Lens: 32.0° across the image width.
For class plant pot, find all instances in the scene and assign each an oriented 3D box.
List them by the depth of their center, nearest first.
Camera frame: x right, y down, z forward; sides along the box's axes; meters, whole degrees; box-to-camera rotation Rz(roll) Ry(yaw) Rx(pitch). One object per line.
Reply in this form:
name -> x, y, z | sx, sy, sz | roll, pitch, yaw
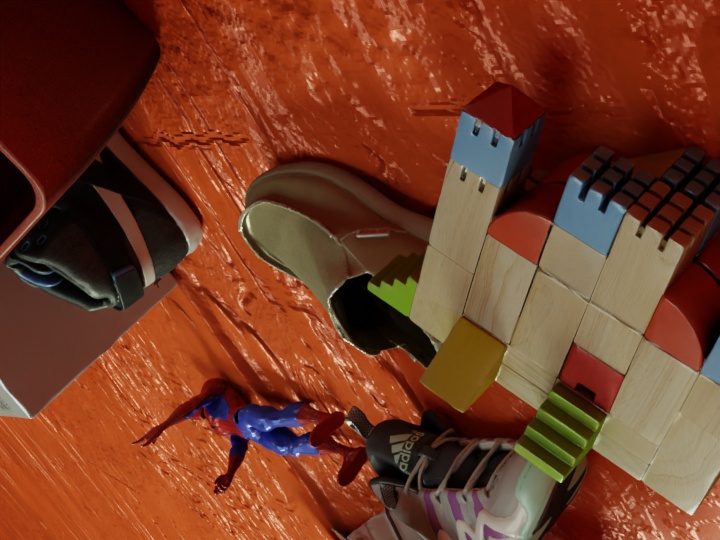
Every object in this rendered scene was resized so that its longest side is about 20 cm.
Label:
plant pot -> -0.230, -0.099, 0.682 | 0.200, 0.176, 0.200 | 48, 129, -6

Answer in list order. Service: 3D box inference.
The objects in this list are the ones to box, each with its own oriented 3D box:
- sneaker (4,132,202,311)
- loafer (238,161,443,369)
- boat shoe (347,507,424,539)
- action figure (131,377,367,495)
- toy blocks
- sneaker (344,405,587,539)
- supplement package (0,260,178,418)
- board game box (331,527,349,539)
sneaker -> -0.209, -0.058, 0.824 | 0.200, 0.112, 0.073 | 44, 153, 1
loafer -> 0.000, 0.000, 0.660 | 0.200, 0.068, 0.076 | 21, 145, 39
boat shoe -> 0.045, 0.248, 0.859 | 0.200, 0.066, 0.072 | 62, -176, 38
action figure -> -0.095, 0.136, 0.966 | 0.200, 0.099, 0.065 | 10, 137, 53
toy blocks -> 0.104, 0.004, 0.512 | 0.200, 0.100, 0.137 | 35, 141, 20
sneaker -> 0.050, 0.120, 0.753 | 0.140, 0.078, 0.200 | 37, 152, 13
supplement package -> -0.274, 0.007, 0.965 | 0.151, 0.152, 0.200 | 53, 152, -16
board game box -> 0.053, 0.234, 0.742 | 0.200, 0.030, 0.096 | 45, 173, 22
